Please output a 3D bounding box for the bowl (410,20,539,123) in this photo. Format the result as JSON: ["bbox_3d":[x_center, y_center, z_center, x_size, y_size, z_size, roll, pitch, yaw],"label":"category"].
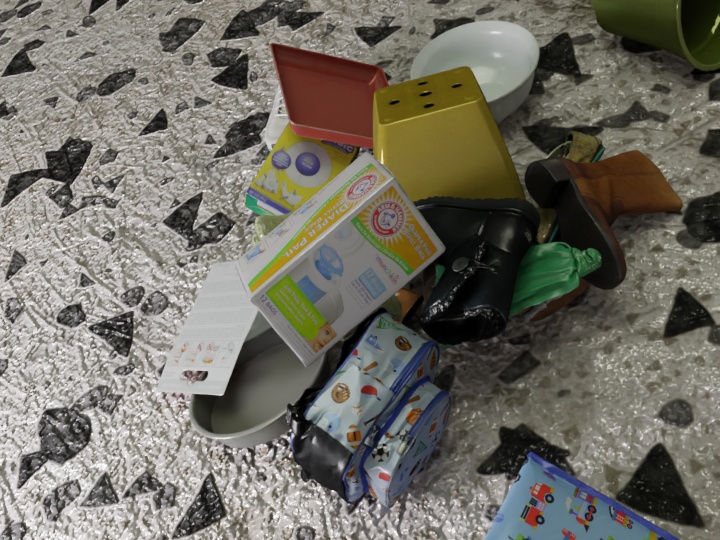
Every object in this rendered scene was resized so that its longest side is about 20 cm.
[{"bbox_3d":[0.180,-0.282,1.352,0.196,0.091,0.204,-11,47,12],"label":"bowl"}]

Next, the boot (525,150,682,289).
[{"bbox_3d":[0.320,-0.067,1.095,0.196,0.069,0.190,-7,48,-31],"label":"boot"}]

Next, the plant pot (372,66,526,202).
[{"bbox_3d":[0.102,-0.150,1.167,0.195,0.179,0.201,-14,29,6],"label":"plant pot"}]

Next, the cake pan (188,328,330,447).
[{"bbox_3d":[-0.121,0.140,1.105,0.196,0.037,0.202,-21,32,14],"label":"cake pan"}]

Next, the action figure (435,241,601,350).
[{"bbox_3d":[0.182,0.017,1.020,0.197,0.055,0.120,-20,53,25],"label":"action figure"}]

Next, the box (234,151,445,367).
[{"bbox_3d":[-0.024,-0.016,0.969,0.199,0.113,0.102,-39,28,0],"label":"box"}]

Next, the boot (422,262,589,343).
[{"bbox_3d":[0.174,0.003,1.121,0.196,0.071,0.147,-24,44,-1],"label":"boot"}]

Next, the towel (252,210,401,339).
[{"bbox_3d":[-0.043,0.001,1.117,0.145,0.037,0.202,-12,56,-26],"label":"towel"}]

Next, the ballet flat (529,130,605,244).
[{"bbox_3d":[0.262,-0.115,1.185,0.070,0.072,0.201,15,53,31],"label":"ballet flat"}]

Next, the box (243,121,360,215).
[{"bbox_3d":[-0.078,-0.157,1.327,0.116,0.049,0.203,27,64,-1],"label":"box"}]

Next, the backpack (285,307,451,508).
[{"bbox_3d":[0.018,0.150,0.970,0.152,0.201,0.193,26,68,9],"label":"backpack"}]

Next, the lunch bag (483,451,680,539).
[{"bbox_3d":[0.217,0.296,0.843,0.197,0.095,0.151,23,58,24],"label":"lunch bag"}]

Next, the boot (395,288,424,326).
[{"bbox_3d":[0.000,0.000,1.191,0.197,0.069,0.189,23,61,34],"label":"boot"}]

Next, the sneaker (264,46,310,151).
[{"bbox_3d":[-0.112,-0.276,1.414,0.073,0.087,0.203,2,53,18],"label":"sneaker"}]

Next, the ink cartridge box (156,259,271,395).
[{"bbox_3d":[-0.175,0.079,1.177,0.158,0.047,0.203,-6,56,45],"label":"ink cartridge box"}]

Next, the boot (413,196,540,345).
[{"bbox_3d":[0.096,-0.001,1.003,0.197,0.077,0.170,-1,47,38],"label":"boot"}]

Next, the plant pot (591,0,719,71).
[{"bbox_3d":[0.451,-0.408,1.312,0.200,0.202,0.189,-42,35,-18],"label":"plant pot"}]

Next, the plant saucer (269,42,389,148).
[{"bbox_3d":[-0.037,-0.256,1.346,0.195,0.037,0.203,6,44,-25],"label":"plant saucer"}]

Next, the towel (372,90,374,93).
[{"bbox_3d":[-0.042,-0.236,1.437,0.198,0.037,0.148,-35,48,-11],"label":"towel"}]
